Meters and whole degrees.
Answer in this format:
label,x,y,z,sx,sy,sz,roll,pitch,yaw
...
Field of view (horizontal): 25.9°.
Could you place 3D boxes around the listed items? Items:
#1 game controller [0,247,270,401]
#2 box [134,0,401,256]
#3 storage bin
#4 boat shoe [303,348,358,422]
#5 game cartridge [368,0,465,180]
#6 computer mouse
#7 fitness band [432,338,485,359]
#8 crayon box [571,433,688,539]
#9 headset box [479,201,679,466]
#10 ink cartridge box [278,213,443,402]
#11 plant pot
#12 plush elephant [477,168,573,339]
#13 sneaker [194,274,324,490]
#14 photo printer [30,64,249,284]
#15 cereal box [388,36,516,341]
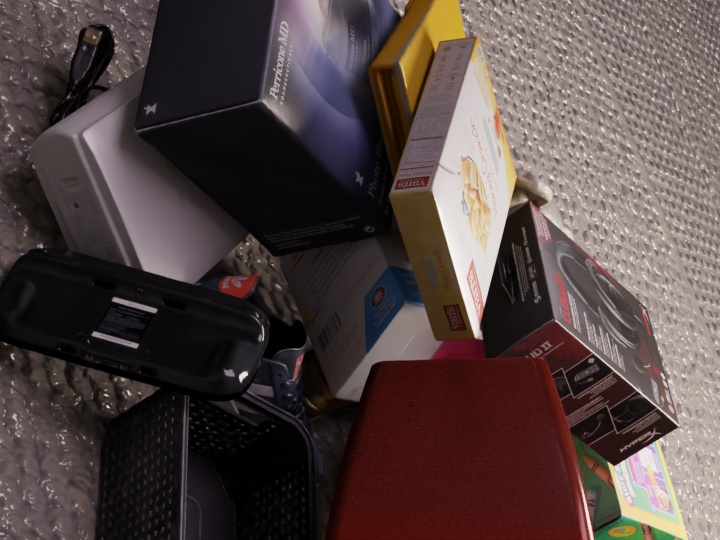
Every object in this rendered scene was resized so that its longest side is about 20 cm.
label,x,y,z,sx,sy,sz,roll,pitch,yaw
game controller,-0.166,0.038,1.126,0.197,0.042,0.105,15,43,4
box,-0.060,-0.151,1.232,0.198,0.122,0.202,41,47,-48
storage bin,-0.108,0.189,1.119,0.135,0.093,0.202,33,38,-36
boat shoe,-0.002,0.086,1.388,0.072,0.068,0.200,59,30,1
game cartridge,0.060,-0.129,1.291,0.201,0.032,0.178,-65,145,-57
computer mouse,-0.180,-0.123,1.332,0.199,0.043,0.111,30,61,-44
fitness band,0.098,0.154,1.319,0.037,0.142,0.202,96,-30,-75
crayon box,0.226,0.162,1.457,0.118,0.058,0.202,26,42,-44
headset box,0.175,0.050,1.340,0.200,0.077,0.150,40,28,-32
ink cartridge box,0.000,0.000,1.315,0.067,0.116,0.201,13,37,-35
plant pot,0.078,0.172,1.200,0.200,0.197,0.178,75,14,-67
plush elephant,0.130,-0.010,1.476,0.164,0.153,0.202,34,41,-56
sneaker,-0.067,0.091,1.256,0.201,0.084,0.075,59,27,-22
photo printer,-0.159,-0.072,1.248,0.200,0.069,0.168,-45,120,-52
cereal box,0.076,-0.065,1.213,0.201,0.039,0.145,-73,151,-46
